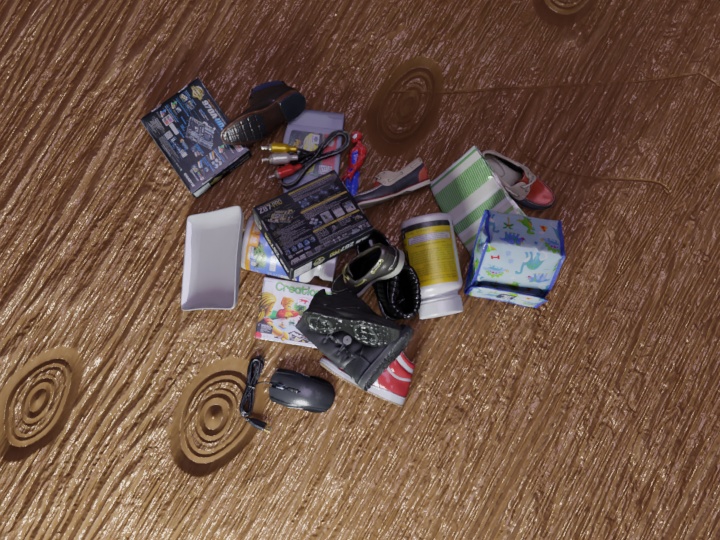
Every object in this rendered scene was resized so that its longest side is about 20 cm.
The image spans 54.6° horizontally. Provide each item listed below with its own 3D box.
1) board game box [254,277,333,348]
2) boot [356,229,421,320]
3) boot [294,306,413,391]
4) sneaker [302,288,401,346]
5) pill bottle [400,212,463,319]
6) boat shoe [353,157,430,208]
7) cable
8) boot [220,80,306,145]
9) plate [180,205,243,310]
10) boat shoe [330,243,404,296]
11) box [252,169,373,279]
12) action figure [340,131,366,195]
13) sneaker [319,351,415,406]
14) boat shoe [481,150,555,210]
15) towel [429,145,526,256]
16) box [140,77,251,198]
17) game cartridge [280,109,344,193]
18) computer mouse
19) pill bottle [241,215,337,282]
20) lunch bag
[{"bbox_3d":[-0.118,0.094,1.476,0.194,0.035,0.130,9,82,-1],"label":"board game box"},{"bbox_3d":[0.059,0.002,1.431,0.078,0.158,0.216,-23,84,-9],"label":"boot"},{"bbox_3d":[-0.013,0.119,1.418,0.199,0.066,0.165,38,68,23],"label":"boot"},{"bbox_3d":[-0.011,0.083,1.362,0.194,0.077,0.092,16,50,8],"label":"sneaker"},{"bbox_3d":[0.153,-0.008,1.460,0.111,0.114,0.206,-8,83,-3],"label":"pill bottle"},{"bbox_3d":[0.062,-0.183,1.482,0.196,0.071,0.064,-23,94,-25],"label":"boat shoe"},{"bbox_3d":[-0.110,-0.238,1.474,0.194,0.050,0.100,-15,84,-2],"label":"cable"},{"bbox_3d":[-0.219,-0.340,1.500,0.196,0.076,0.097,-28,46,-11],"label":"boot"},{"bbox_3d":[-0.300,-0.020,1.433,0.032,0.197,0.206,9,80,-45],"label":"plate"},{"bbox_3d":[0.000,0.000,1.389,0.060,0.199,0.074,23,52,-35],"label":"boat shoe"},{"bbox_3d":[-0.095,-0.095,1.399,0.197,0.049,0.163,-28,70,-21],"label":"box"},{"bbox_3d":[-0.018,-0.199,1.502,0.050,0.065,0.206,11,83,-17],"label":"action figure"},{"bbox_3d":[0.020,0.191,1.451,0.196,0.071,0.115,25,86,-7],"label":"sneaker"},{"bbox_3d":[0.338,-0.196,1.510,0.197,0.063,0.072,32,81,0],"label":"boat shoe"},{"bbox_3d":[0.248,-0.141,1.490,0.152,0.023,0.202,-37,85,31],"label":"towel"},{"bbox_3d":[-0.354,-0.286,1.507,0.158,0.046,0.202,-37,86,-7],"label":"box"},{"bbox_3d":[-0.107,-0.249,1.519,0.129,0.041,0.207,5,83,2],"label":"game cartridge"},{"bbox_3d":[-0.157,0.272,1.446,0.195,0.046,0.144,19,81,0],"label":"computer mouse"},{"bbox_3d":[-0.144,-0.039,1.453,0.194,0.112,0.116,12,82,0],"label":"pill bottle"},{"bbox_3d":[0.312,-0.007,1.437,0.165,0.203,0.130,10,48,1],"label":"lunch bag"}]
